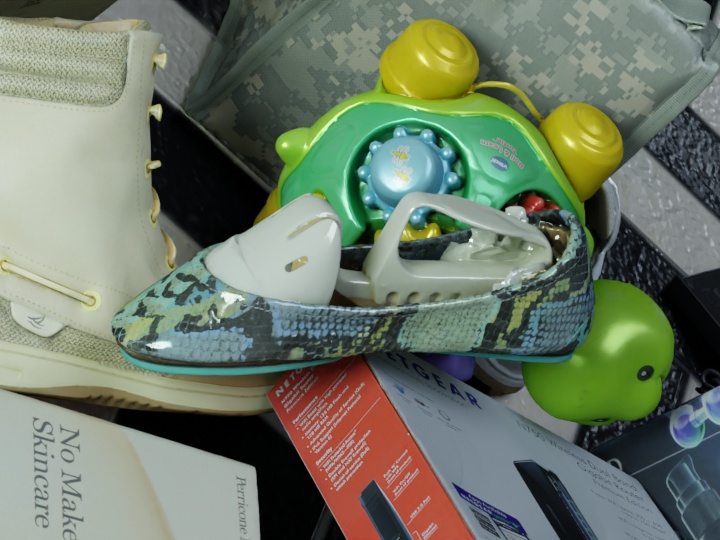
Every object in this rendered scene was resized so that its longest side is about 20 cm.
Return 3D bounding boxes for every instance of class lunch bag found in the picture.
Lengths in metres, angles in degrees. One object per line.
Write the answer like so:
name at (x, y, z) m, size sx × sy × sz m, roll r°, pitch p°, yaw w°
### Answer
lunch bag at (0.048, -0.104, 1.306) m, size 0.164 × 0.200 × 0.118 m, roll 39°, pitch 40°, yaw -17°

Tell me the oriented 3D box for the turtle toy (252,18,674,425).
turtle toy at (0.049, -0.005, 1.246) m, size 0.200 × 0.146 × 0.101 m, roll 28°, pitch 37°, yaw -15°

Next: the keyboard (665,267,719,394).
keyboard at (0.224, 0.080, 1.478) m, size 0.200 × 0.021 × 0.127 m, roll 51°, pitch 31°, yaw 18°

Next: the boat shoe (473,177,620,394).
boat shoe at (0.098, -0.030, 1.419) m, size 0.071 × 0.069 × 0.200 m, roll 34°, pitch 45°, yaw -23°

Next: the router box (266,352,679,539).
router box at (0.073, 0.122, 1.176) m, size 0.200 × 0.049 × 0.180 m, roll 30°, pitch 18°, yaw -39°

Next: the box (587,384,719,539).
box at (0.181, 0.161, 1.324) m, size 0.107 × 0.148 × 0.200 m, roll -6°, pitch 71°, yaw -47°

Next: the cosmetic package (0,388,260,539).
cosmetic package at (-0.135, 0.103, 1.046) m, size 0.200 × 0.073 × 0.104 m, roll 18°, pitch 52°, yaw -34°

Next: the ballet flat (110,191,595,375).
ballet flat at (0.000, 0.000, 1.141) m, size 0.200 × 0.074 × 0.074 m, roll -3°, pitch 67°, yaw -23°

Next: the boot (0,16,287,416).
boot at (-0.091, -0.023, 1.180) m, size 0.200 × 0.073 × 0.156 m, roll 8°, pitch 91°, yaw -36°

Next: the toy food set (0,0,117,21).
toy food set at (-0.144, -0.137, 1.186) m, size 0.200 × 0.143 × 0.060 m, roll -21°, pitch 82°, yaw -49°
